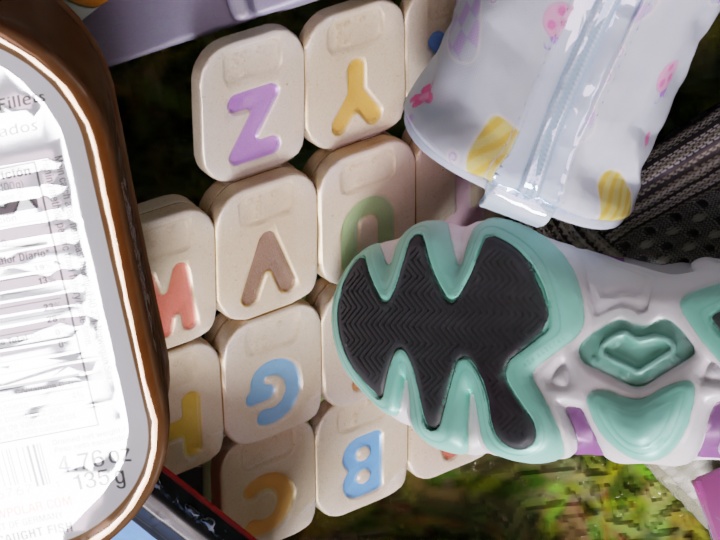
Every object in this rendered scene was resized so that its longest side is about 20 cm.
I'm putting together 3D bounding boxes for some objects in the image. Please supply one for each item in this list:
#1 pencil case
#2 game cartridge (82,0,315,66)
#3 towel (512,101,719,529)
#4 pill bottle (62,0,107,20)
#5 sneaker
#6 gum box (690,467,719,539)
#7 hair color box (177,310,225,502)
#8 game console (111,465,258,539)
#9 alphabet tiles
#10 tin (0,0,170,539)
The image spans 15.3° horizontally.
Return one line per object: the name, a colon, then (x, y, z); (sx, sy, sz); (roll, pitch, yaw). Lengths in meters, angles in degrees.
pencil case: (0.087, -0.112, 0.826); (0.083, 0.091, 0.201); (18, 111, -22)
game cartridge: (-0.113, -0.122, 0.855); (0.199, 0.038, 0.130); (-17, 100, 13)
towel: (0.160, 0.011, 0.935); (0.192, 0.035, 0.200); (-30, 134, 20)
pill bottle: (-0.129, -0.108, 0.786); (0.200, 0.111, 0.111); (-36, 116, 14)
sneaker: (0.100, 0.031, 0.886); (0.199, 0.140, 0.078); (10, 90, 26)
gum box: (0.232, 0.102, 0.948); (0.199, 0.114, 0.066); (-19, 153, 6)
hair color box: (-0.081, 0.103, 0.993); (0.060, 0.100, 0.201); (3, 124, 3)
game console: (-0.136, 0.123, 0.875); (0.200, 0.119, 0.172); (39, 142, -18)
alphabet tiles: (0.000, 0.000, 0.901); (0.199, 0.015, 0.197); (-20, 126, -30)
tin: (-0.115, 0.004, 0.771); (0.111, 0.042, 0.201); (-13, 123, -5)
